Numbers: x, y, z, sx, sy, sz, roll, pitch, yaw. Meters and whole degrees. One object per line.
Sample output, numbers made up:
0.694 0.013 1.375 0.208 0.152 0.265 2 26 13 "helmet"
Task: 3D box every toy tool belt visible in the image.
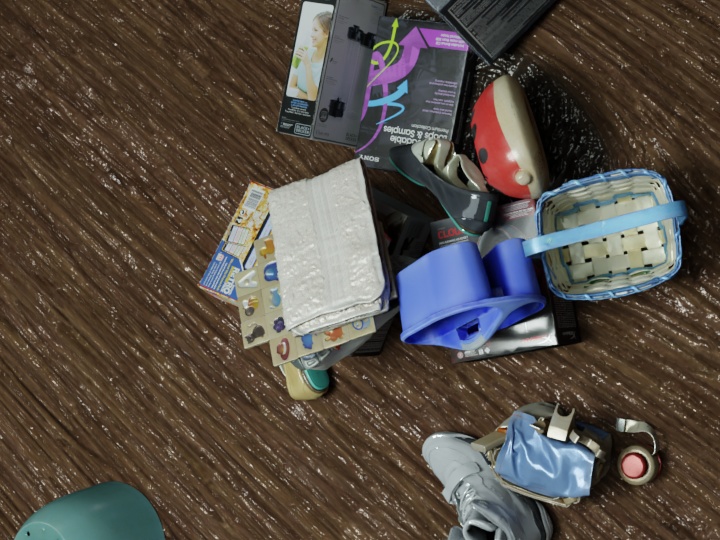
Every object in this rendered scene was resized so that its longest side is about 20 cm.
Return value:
0.239 0.219 1.495 0.199 0.123 0.126 8 93 31 "toy tool belt"

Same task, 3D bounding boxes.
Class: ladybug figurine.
0.174 -0.153 1.511 0.072 0.200 0.136 -18 117 12 "ladybug figurine"

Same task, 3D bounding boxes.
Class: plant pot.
-0.411 0.419 1.861 0.199 0.161 0.202 -1 89 31 "plant pot"

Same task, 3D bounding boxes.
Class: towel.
-0.040 -0.027 1.500 0.132 0.034 0.201 -19 64 15 "towel"

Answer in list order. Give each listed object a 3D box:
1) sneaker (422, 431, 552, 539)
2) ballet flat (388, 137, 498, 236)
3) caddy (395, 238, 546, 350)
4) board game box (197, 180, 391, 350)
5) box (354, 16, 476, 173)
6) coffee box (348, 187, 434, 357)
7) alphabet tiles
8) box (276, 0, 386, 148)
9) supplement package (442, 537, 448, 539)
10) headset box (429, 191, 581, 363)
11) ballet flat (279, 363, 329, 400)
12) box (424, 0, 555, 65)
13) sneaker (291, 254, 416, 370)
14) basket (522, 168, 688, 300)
0.135 0.275 1.557 0.200 0.115 0.075 41 116 25 "sneaker"
0.105 -0.120 1.557 0.073 0.073 0.200 -57 45 17 "ballet flat"
0.124 0.037 1.454 0.200 0.140 0.106 144 119 -62 "caddy"
-0.082 -0.009 1.565 0.199 0.046 0.152 22 80 29 "board game box"
0.072 -0.223 1.660 0.142 0.036 0.202 12 96 31 "box"
0.000 0.000 1.671 0.113 0.080 0.201 29 103 28 "coffee box"
-0.056 0.018 1.513 0.199 0.006 0.167 -19 64 15 "alphabet tiles"
-0.037 -0.270 1.682 0.060 0.116 0.201 16 98 33 "box"
0.144 0.444 1.553 0.199 0.111 0.157 22 100 29 "supplement package"
0.175 0.004 1.568 0.148 0.075 0.202 -12 83 31 "headset box"
-0.100 0.082 1.741 0.063 0.068 0.201 -27 73 42 "ballet flat"
0.157 -0.378 1.500 0.200 0.198 0.123 -44 68 10 "box"
-0.003 0.052 1.586 0.200 0.087 0.075 -36 68 7 "sneaker"
0.279 -0.040 1.424 0.175 0.200 0.140 -13 81 16 "basket"
